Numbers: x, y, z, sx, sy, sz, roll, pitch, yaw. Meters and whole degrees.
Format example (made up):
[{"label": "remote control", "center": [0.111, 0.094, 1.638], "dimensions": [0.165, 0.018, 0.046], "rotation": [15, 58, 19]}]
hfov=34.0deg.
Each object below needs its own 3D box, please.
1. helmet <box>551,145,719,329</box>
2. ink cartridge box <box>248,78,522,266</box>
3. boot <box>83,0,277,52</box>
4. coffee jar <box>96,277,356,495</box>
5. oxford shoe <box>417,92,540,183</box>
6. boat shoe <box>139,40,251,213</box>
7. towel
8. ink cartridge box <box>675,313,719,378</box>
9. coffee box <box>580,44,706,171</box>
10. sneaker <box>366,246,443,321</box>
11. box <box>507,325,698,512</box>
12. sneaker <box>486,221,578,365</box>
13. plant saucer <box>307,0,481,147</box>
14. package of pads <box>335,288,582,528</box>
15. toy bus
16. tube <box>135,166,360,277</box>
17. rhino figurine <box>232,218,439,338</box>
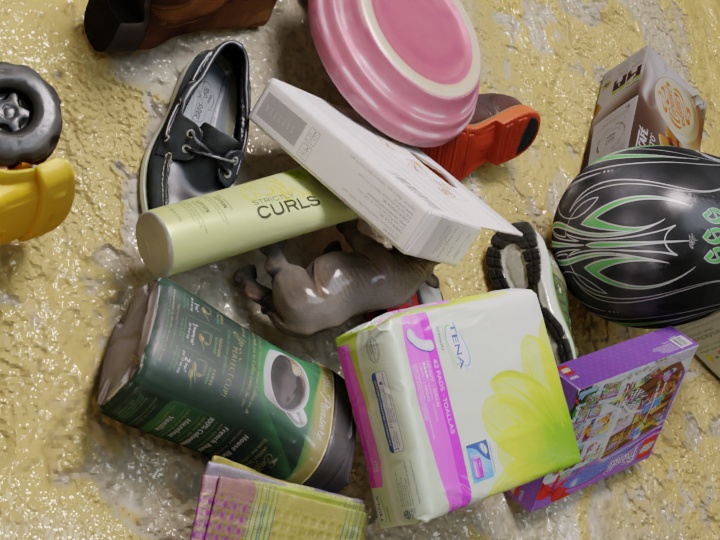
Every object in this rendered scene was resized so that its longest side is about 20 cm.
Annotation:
[{"label": "helmet", "center": [0.289, -0.033, 1.184], "dimensions": [0.187, 0.201, 0.204], "rotation": [-3, 66, -1]}, {"label": "ink cartridge box", "center": [0.024, -0.079, 1.005], "dimensions": [0.200, 0.045, 0.175], "rotation": [42, 17, 28]}, {"label": "boot", "center": [-0.107, -0.247, 0.969], "dimensions": [0.198, 0.188, 0.069], "rotation": [-19, 71, -42]}, {"label": "coffee jar", "center": [-0.092, 0.096, 0.881], "dimensions": [0.198, 0.085, 0.105], "rotation": [31, 39, -24]}, {"label": "oxford shoe", "center": [0.088, -0.134, 1.177], "dimensions": [0.198, 0.072, 0.072], "rotation": [-17, 46, -36]}, {"label": "boat shoe", "center": [-0.126, -0.107, 0.967], "dimensions": [0.074, 0.066, 0.202], "rotation": [31, 52, -25]}, {"label": "towel", "center": [-0.071, 0.245, 0.833], "dimensions": [0.142, 0.023, 0.204], "rotation": [19, 77, -31]}, {"label": "ink cartridge box", "center": [0.478, 0.054, 1.344], "dimensions": [0.199, 0.145, 0.146], "rotation": [41, 49, -16]}, {"label": "coffee box", "center": [0.326, -0.143, 1.357], "dimensions": [0.114, 0.079, 0.202], "rotation": [38, 49, -19]}, {"label": "sneaker", "center": [0.045, 0.079, 1.030], "dimensions": [0.084, 0.077, 0.202], "rotation": [-21, 76, -28]}, {"label": "box", "center": [0.227, 0.136, 1.104], "dimensions": [0.198, 0.139, 0.039], "rotation": [-12, 37, -43]}, {"label": "sneaker", "center": [0.188, 0.053, 1.157], "dimensions": [0.088, 0.076, 0.204], "rotation": [11, 66, -49]}, {"label": "plant saucer", "center": [0.042, -0.214, 1.083], "dimensions": [0.198, 0.051, 0.204], "rotation": [22, 54, -32]}, {"label": "package of pads", "center": [0.079, 0.100, 0.930], "dimensions": [0.198, 0.068, 0.157], "rotation": [-8, 81, -45]}, {"label": "toy bus", "center": [-0.312, -0.092, 0.776], "dimensions": [0.190, 0.136, 0.202], "rotation": [-29, 86, -28]}, {"label": "tube", "center": [-0.084, -0.046, 0.932], "dimensions": [0.198, 0.052, 0.059], "rotation": [-19, 91, -40]}, {"label": "rhino figurine", "center": [0.000, 0.000, 0.980], "dimensions": [0.197, 0.060, 0.088], "rotation": [-18, 55, -26]}]
